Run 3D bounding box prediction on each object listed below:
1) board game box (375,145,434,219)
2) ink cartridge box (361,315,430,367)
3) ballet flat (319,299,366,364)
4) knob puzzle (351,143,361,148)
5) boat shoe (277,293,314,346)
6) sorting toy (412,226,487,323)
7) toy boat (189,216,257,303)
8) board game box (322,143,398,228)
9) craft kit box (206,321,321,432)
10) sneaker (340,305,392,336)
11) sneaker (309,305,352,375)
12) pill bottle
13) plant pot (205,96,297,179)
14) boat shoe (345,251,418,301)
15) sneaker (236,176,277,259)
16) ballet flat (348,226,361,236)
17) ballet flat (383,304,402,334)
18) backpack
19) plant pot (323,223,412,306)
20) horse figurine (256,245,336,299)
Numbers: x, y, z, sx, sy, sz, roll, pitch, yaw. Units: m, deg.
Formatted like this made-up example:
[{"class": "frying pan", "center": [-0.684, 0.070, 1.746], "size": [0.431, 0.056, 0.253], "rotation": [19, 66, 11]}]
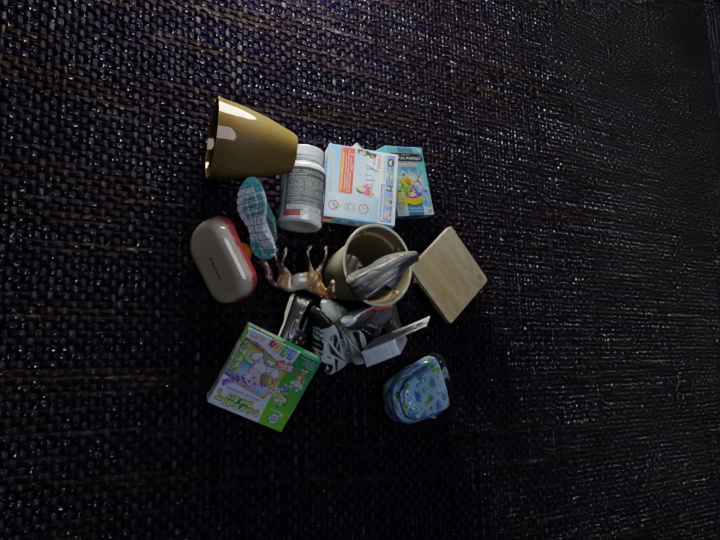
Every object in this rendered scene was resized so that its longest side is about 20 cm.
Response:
[{"class": "board game box", "center": [0.129, -0.251, 1.696], "size": [0.150, 0.047, 0.203], "rotation": [-7, 85, -41]}, {"class": "ink cartridge box", "center": [0.100, 0.176, 1.488], "size": [0.171, 0.200, 0.044], "rotation": [-22, 89, 10]}, {"class": "ballet flat", "center": [-0.031, 0.151, 1.533], "size": [0.069, 0.069, 0.202], "rotation": [-35, 99, -30]}, {"class": "knob puzzle", "center": [-0.006, -0.230, 1.639], "size": [0.217, 0.030, 0.223], "rotation": [5, 79, -30]}, {"class": "boat shoe", "center": [-0.164, 0.158, 1.447], "size": [0.062, 0.074, 0.204], "rotation": [11, 70, 11]}, {"class": "sorting toy", "center": [0.242, 0.016, 1.716], "size": [0.199, 0.069, 0.201], "rotation": [-44, 104, -28]}, {"class": "toy boat", "center": [-0.306, -0.032, 1.395], "size": [0.202, 0.129, 0.131], "rotation": [65, 29, -5]}, {"class": "board game box", "center": [-0.003, -0.219, 1.569], "size": [0.193, 0.056, 0.203], "rotation": [7, 78, -13]}, {"class": "craft kit box", "center": [-0.224, 0.250, 1.376], "size": [0.198, 0.049, 0.199], "rotation": [28, 97, -22]}, {"class": "sneaker", "center": [0.029, 0.131, 1.510], "size": [0.199, 0.076, 0.083], "rotation": [-14, 89, -52]}, {"class": "sneaker", "center": [-0.090, 0.182, 1.469], "size": [0.088, 0.074, 0.202], "rotation": [-38, 123, -21]}, {"class": "pill bottle", "center": [-0.146, -0.208, 1.505], "size": [0.112, 0.113, 0.203], "rotation": [11, 76, -28]}, {"class": "plant pot", "center": [-0.255, -0.295, 1.401], "size": [0.197, 0.186, 0.190], "rotation": [7, 78, -21]}, {"class": "boat shoe", "center": [0.057, 0.013, 1.403], "size": [0.198, 0.074, 0.074], "rotation": [-25, 104, -22]}, {"class": "sneaker", "center": [-0.245, -0.133, 1.431], "size": [0.076, 0.091, 0.203], "rotation": [-3, 114, 8]}, {"class": "ballet flat", "center": [0.049, -0.057, 1.616], "size": [0.200, 0.057, 0.067], "rotation": [44, 23, -15]}, {"class": "ballet flat", "center": [0.078, 0.120, 1.622], "size": [0.066, 0.046, 0.203], "rotation": [-19, 85, 3]}, {"class": "backpack", "center": [0.153, 0.327, 1.582], "size": [0.197, 0.153, 0.166], "rotation": [-13, 95, -18]}, {"class": "plant pot", "center": [0.000, 0.000, 1.512], "size": [0.198, 0.183, 0.204], "rotation": [6, 79, -29]}, {"class": "horse figurine", "center": [-0.156, 0.007, 1.473], "size": [0.197, 0.050, 0.135], "rotation": [-2, 86, 1]}]
